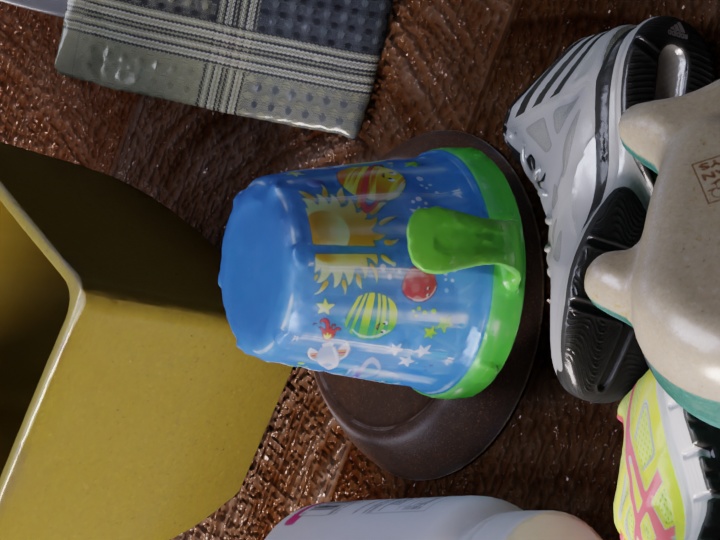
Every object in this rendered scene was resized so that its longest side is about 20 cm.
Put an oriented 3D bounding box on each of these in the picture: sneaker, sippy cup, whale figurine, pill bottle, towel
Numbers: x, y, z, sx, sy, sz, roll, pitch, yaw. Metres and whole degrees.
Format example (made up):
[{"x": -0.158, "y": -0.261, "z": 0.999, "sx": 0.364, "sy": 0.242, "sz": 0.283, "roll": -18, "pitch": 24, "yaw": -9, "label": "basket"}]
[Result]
[{"x": 0.122, "y": -0.030, "z": 1.544, "sx": 0.115, "sy": 0.075, "sz": 0.202, "roll": -1, "pitch": 75, "yaw": 61, "label": "sneaker"}, {"x": 0.000, "y": 0.000, "z": 1.564, "sx": 0.178, "sy": 0.130, "sz": 0.140, "roll": -63, "pitch": 37, "yaw": 38, "label": "sippy cup"}, {"x": 0.186, "y": -0.005, "z": 1.419, "sx": 0.104, "sy": 0.158, "sz": 0.201, "roll": 70, "pitch": -178, "yaw": -46, "label": "whale figurine"}, {"x": 0.038, "y": 0.178, "z": 1.569, "sx": 0.200, "sy": 0.113, "sz": 0.114, "roll": -8, "pitch": 77, "yaw": 52, "label": "pill bottle"}, {"x": -0.074, "y": -0.190, "z": 1.753, "sx": 0.035, "sy": 0.199, "sz": 0.194, "roll": -43, "pitch": -34, "yaw": -79, "label": "towel"}, {"x": 0.166, "y": 0.135, "z": 1.451, "sx": 0.090, "sy": 0.078, "sz": 0.201, "roll": -33, "pitch": 52, "yaw": 53, "label": "sneaker"}]

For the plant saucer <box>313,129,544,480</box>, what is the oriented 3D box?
[{"x": 0.028, "y": 0.018, "z": 1.677, "sx": 0.200, "sy": 0.034, "sz": 0.202, "roll": -13, "pitch": 73, "yaw": 50, "label": "plant saucer"}]

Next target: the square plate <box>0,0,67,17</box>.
[{"x": -0.107, "y": -0.237, "z": 1.791, "sx": 0.028, "sy": 0.199, "sz": 0.199, "roll": -103, "pitch": 28, "yaw": -77, "label": "square plate"}]

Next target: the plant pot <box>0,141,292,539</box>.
[{"x": -0.157, "y": 0.056, "z": 1.774, "sx": 0.194, "sy": 0.199, "sz": 0.196, "roll": 46, "pitch": 119, "yaw": 46, "label": "plant pot"}]
